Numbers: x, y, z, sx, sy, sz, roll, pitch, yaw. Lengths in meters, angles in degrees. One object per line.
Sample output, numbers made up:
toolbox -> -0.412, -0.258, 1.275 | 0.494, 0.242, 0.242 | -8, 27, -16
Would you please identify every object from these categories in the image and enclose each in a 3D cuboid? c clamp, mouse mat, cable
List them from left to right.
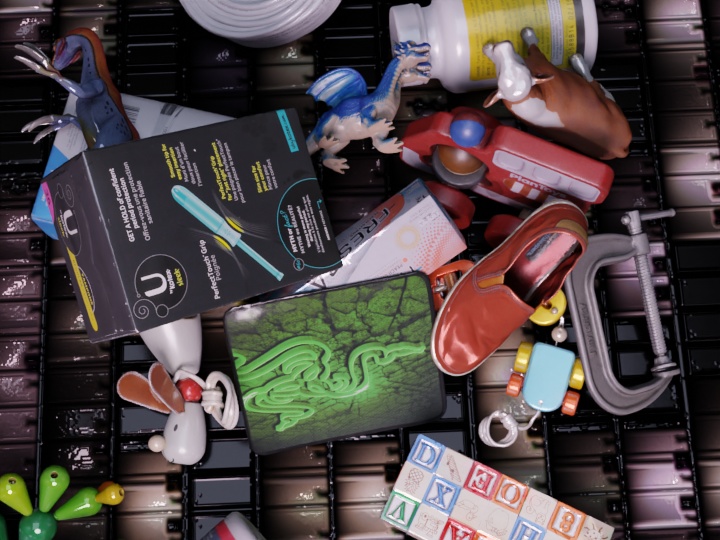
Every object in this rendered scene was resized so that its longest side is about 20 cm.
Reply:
cable -> -0.105, -0.337, 1.118 | 0.200, 0.069, 0.200 | -39, 77, 8
mouse mat -> -0.021, 0.090, 1.009 | 0.199, 0.008, 0.162 | -11, 112, -3
c clamp -> 0.269, 0.036, 1.034 | 0.170, 0.027, 0.201 | -2, 83, -34

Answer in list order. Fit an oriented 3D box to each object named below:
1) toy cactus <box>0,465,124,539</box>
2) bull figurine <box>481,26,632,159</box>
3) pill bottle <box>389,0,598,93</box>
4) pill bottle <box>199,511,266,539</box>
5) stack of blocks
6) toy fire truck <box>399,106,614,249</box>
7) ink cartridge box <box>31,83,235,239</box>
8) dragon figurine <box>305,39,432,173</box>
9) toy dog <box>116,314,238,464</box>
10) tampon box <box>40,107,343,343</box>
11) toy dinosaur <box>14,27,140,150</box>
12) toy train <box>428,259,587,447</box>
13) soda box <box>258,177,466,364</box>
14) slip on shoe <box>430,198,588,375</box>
toy cactus -> -0.306, 0.253, 0.981 | 0.199, 0.102, 0.166 | 19, 95, 2
bull figurine -> 0.179, -0.170, 1.006 | 0.065, 0.199, 0.122 | -41, 41, 30
pill bottle -> 0.134, -0.243, 1.091 | 0.199, 0.111, 0.112 | -9, 75, -3
pill bottle -> -0.149, 0.323, 0.936 | 0.200, 0.120, 0.120 | -40, 79, -10
stack of blocks -> 0.119, 0.250, 0.988 | 0.199, 0.059, 0.116 | 26, 77, 6
toy fire truck -> 0.135, -0.101, 1.024 | 0.199, 0.168, 0.113 | 24, 76, 6
ink cartridge box -> -0.205, -0.088, 1.061 | 0.199, 0.086, 0.147 | 13, 76, 2
dragon figurine -> -0.015, -0.155, 1.031 | 0.199, 0.059, 0.100 | -19, 53, 15
toy dog -> -0.195, 0.079, 1.005 | 0.096, 0.132, 0.201 | -1, 64, -31
tampon box -> -0.146, -0.040, 0.913 | 0.199, 0.126, 0.151 | -18, 92, -32
toy dinosaur -> -0.251, -0.141, 1.013 | 0.199, 0.105, 0.182 | 21, 63, -29
toy train -> 0.139, 0.064, 1.044 | 0.150, 0.056, 0.201 | -24, 81, 9
soda box -> 0.000, 0.000, 1.015 | 0.200, 0.064, 0.068 | -36, 111, 6
slip on shoe -> 0.134, 0.022, 0.969 | 0.074, 0.061, 0.200 | 36, 110, -14
